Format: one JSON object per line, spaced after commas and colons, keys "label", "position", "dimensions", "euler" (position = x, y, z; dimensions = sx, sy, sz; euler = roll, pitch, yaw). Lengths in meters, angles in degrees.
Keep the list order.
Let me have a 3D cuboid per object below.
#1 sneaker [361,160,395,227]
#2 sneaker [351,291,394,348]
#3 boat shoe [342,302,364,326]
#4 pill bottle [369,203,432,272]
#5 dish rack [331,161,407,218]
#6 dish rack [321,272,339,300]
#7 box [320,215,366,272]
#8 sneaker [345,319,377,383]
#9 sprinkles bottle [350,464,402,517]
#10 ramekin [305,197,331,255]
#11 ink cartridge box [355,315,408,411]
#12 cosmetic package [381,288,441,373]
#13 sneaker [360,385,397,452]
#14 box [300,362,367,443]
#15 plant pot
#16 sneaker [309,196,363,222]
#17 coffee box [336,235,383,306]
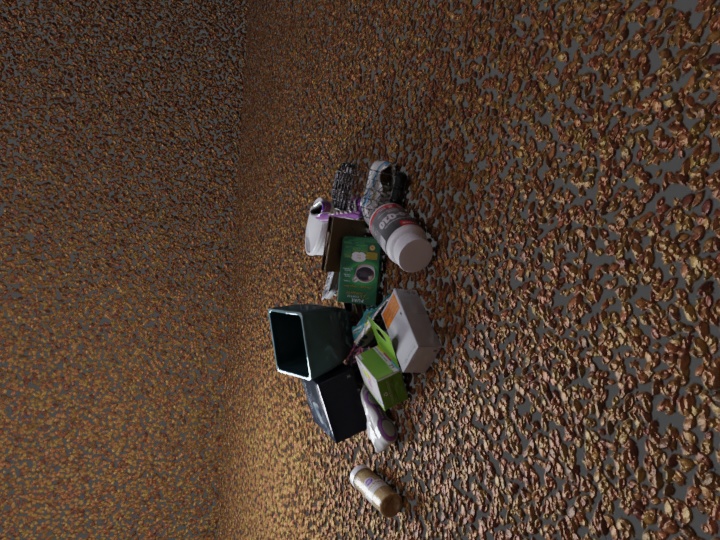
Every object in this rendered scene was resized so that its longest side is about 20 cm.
{"label": "sneaker", "position": [0.056, -0.219, 1.823], "dimensions": [0.081, 0.076, 0.201], "euler": [19, 105, 63]}
{"label": "sneaker", "position": [0.039, 0.127, 1.737], "dimensions": [0.200, 0.077, 0.080], "euler": [-49, 45, 24]}
{"label": "boat shoe", "position": [-0.020, 0.137, 1.932], "dimensions": [0.072, 0.059, 0.201], "euler": [-49, 42, 50]}
{"label": "pill bottle", "position": [0.106, -0.086, 1.637], "dimensions": [0.200, 0.113, 0.114], "euler": [-124, 45, -54]}
{"label": "dish rack", "position": [0.020, -0.220, 1.766], "dimensions": [0.055, 0.199, 0.154], "euler": [-33, -43, -70]}
{"label": "dish rack", "position": [-0.075, 0.010, 2.023], "dimensions": [0.200, 0.043, 0.173], "euler": [129, 158, -75]}
{"label": "box", "position": [-0.048, -0.077, 1.900], "dimensions": [0.021, 0.200, 0.165], "euler": [11, 95, 30]}
{"label": "sneaker", "position": [0.019, 0.244, 1.824], "dimensions": [0.095, 0.079, 0.201], "euler": [27, 111, 51]}
{"label": "sprinkles bottle", "position": [0.040, 0.594, 1.698], "dimensions": [0.200, 0.068, 0.069], "euler": [-167, 84, -65]}
{"label": "ramekin", "position": [-0.117, -0.143, 2.140], "dimensions": [0.202, 0.094, 0.204], "euler": [-169, 90, -70]}
{"label": "ink cartridge box", "position": [0.043, 0.241, 1.652], "dimensions": [0.148, 0.075, 0.201], "euler": [41, 153, 60]}
{"label": "cosmetic package", "position": [0.126, 0.151, 1.596], "dimensions": [0.201, 0.071, 0.102], "euler": [-111, 36, -44]}
{"label": "sneaker", "position": [0.035, 0.409, 1.736], "dimensions": [0.100, 0.074, 0.201], "euler": [-63, 32, 36]}
{"label": "box", "position": [-0.085, 0.377, 1.879], "dimensions": [0.200, 0.117, 0.198], "euler": [15, 124, 65]}
{"label": "plant pot", "position": [-0.131, 0.192, 1.867], "dimensions": [0.195, 0.199, 0.198], "euler": [2, 102, 53]}
{"label": "sneaker", "position": [-0.063, -0.189, 1.942], "dimensions": [0.199, 0.114, 0.073], "euler": [-13, 78, 25]}
{"label": "coffee box", "position": [0.000, 0.000, 1.847], "dimensions": [0.044, 0.122, 0.201], "euler": [7, -93, -79]}
